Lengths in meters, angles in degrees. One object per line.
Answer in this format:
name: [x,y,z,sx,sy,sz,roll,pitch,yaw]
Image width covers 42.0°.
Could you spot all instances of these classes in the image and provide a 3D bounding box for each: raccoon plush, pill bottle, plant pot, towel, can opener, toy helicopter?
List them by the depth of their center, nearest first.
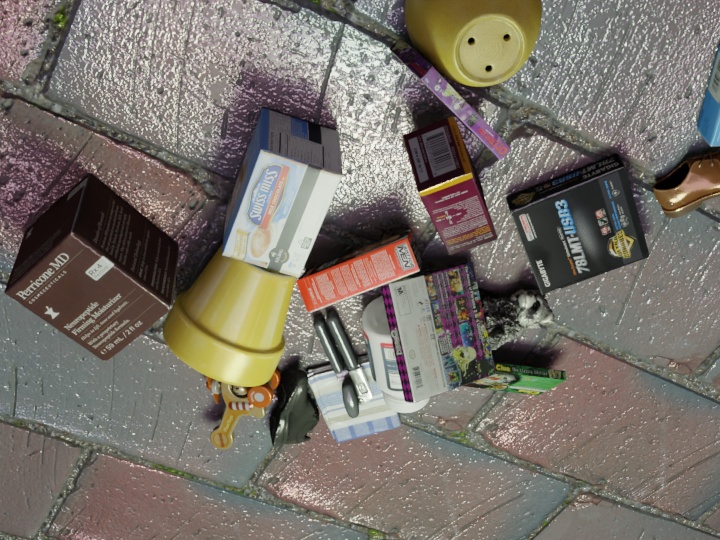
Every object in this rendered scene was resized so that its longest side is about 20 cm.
plant pot: [0.167,-0.336,1.298,0.197,0.143,0.202,-3,128,-4]
plant pot: [-0.199,0.056,1.543,0.199,0.201,0.191,21,107,-20]
pill bottle: [0.072,0.152,1.677,0.118,0.120,0.202,-9,128,1]
can opener: [-0.029,0.169,1.697,0.052,0.067,0.202,-18,110,8]
raccoon plush: [0.262,0.096,1.700,0.132,0.098,0.200,-8,160,-17]
toy helicopter: [-0.240,0.248,1.743,0.131,0.079,0.202,25,115,-2]
towel: [-0.010,0.247,1.802,0.145,0.024,0.202,-15,128,6]

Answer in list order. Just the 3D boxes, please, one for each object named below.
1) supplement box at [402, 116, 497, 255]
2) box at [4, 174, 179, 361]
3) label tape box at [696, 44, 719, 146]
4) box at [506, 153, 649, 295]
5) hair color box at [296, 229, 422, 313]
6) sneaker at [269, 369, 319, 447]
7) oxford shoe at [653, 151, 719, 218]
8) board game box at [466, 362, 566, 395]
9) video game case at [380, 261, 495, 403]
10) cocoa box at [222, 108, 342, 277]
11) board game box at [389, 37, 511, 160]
supplement box: [0.139,-0.125,1.438,0.085,0.112,0.200,-19,149,10]
box: [-0.415,-0.002,1.480,0.165,0.165,0.200,-36,123,21]
label tape box: [0.637,-0.271,1.446,0.197,0.066,0.145,-4,128,-6]
box: [0.367,-0.073,1.581,0.196,0.050,0.201,-21,126,9]
hair color box: [0.000,0.000,1.557,0.198,0.102,0.062,-21,98,9]
sneaker: [-0.117,0.258,1.778,0.089,0.077,0.201,2,136,-16]
oxford shoe: [0.568,-0.163,1.519,0.199,0.072,0.071,-33,119,20]
board game box: [0.273,0.201,1.759,0.197,0.024,0.105,9,152,-19]
video game case: [0.133,0.101,1.580,0.179,0.036,0.203,-14,93,-31]
cocoa box: [-0.123,-0.118,1.440,0.130,0.134,0.201,15,124,-16]
board game box: [0.131,-0.248,1.359,0.032,0.120,0.199,-48,127,6]
